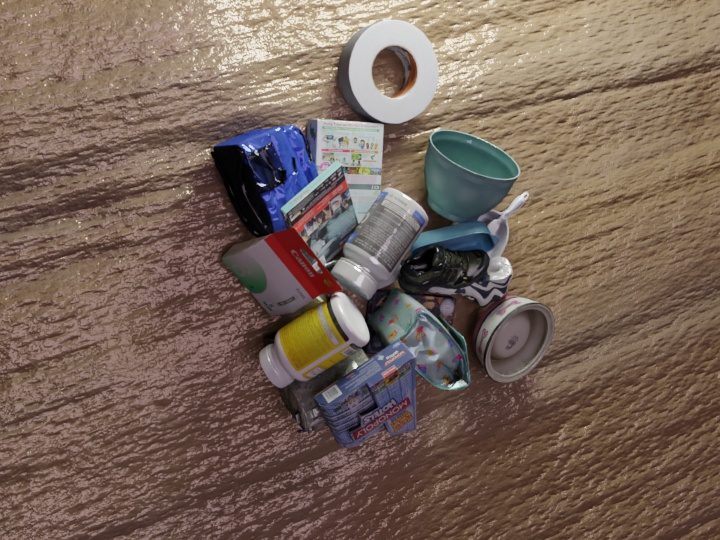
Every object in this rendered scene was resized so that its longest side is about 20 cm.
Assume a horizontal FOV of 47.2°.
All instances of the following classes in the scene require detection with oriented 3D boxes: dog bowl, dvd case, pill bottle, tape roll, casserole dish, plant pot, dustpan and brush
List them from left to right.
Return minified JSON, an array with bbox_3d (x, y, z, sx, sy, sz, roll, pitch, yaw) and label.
[{"bbox_3d":[-0.091,0.138,1.569,0.199,0.113,0.113,-32,111,14],"label":"pill bottle"},{"bbox_3d":[-0.071,-0.093,1.563,0.146,0.022,0.201,-43,146,-17],"label":"dvd case"},{"bbox_3d":[0.036,-0.051,1.619,0.114,0.113,0.201,40,78,-22],"label":"pill bottle"},{"bbox_3d":[0.057,-0.398,1.665,0.197,0.066,0.204,-4,100,-21],"label":"tape roll"},{"bbox_3d":[0.191,-0.059,1.733,0.197,0.121,0.039,-14,67,13],"label":"casserole dish"},{"bbox_3d":[0.214,-0.184,1.711,0.197,0.201,0.136,7,124,-23],"label":"plant pot"},{"bbox_3d":[0.292,-0.100,1.811,0.200,0.057,0.140,-47,112,-9],"label":"dustpan and brush"},{"bbox_3d":[0.334,0.145,1.835,0.198,0.074,0.203,-17,125,-26],"label":"dog bowl"}]

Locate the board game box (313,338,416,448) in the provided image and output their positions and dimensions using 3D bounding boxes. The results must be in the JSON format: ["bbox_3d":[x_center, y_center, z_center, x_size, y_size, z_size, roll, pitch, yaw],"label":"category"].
[{"bbox_3d":[0.032,0.264,1.595,0.199,0.062,0.201,-33,134,-11],"label":"board game box"}]

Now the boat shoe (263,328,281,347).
[{"bbox_3d":[-0.102,0.126,1.685,0.198,0.070,0.071,-24,109,-17],"label":"boat shoe"}]

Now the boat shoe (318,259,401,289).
[{"bbox_3d":[0.000,0.000,1.700,0.197,0.068,0.073,0,79,-19],"label":"boat shoe"}]

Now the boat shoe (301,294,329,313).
[{"bbox_3d":[-0.097,0.047,1.649,0.202,0.072,0.060,46,46,-1],"label":"boat shoe"}]

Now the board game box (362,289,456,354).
[{"bbox_3d":[0.105,0.117,1.786,0.197,0.035,0.138,5,97,-23],"label":"board game box"}]

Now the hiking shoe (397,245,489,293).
[{"bbox_3d":[0.175,-0.010,1.693,0.197,0.101,0.077,-15,61,-6],"label":"hiking shoe"}]

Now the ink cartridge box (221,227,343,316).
[{"bbox_3d":[-0.149,0.008,1.553,0.162,0.199,0.050,52,55,-23],"label":"ink cartridge box"}]

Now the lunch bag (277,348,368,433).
[{"bbox_3d":[-0.063,0.234,1.666,0.198,0.167,0.141,-24,107,-16],"label":"lunch bag"}]

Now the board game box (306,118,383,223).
[{"bbox_3d":[-0.035,-0.199,1.662,0.145,0.064,0.204,0,100,-23],"label":"board game box"}]

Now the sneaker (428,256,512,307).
[{"bbox_3d":[0.233,0.038,1.798,0.196,0.080,0.130,-13,144,3],"label":"sneaker"}]

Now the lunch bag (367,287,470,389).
[{"bbox_3d":[0.134,0.148,1.691,0.199,0.170,0.122,40,91,-22],"label":"lunch bag"}]

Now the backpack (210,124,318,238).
[{"bbox_3d":[-0.163,-0.166,1.563,0.166,0.162,0.203,-25,106,-19],"label":"backpack"}]
